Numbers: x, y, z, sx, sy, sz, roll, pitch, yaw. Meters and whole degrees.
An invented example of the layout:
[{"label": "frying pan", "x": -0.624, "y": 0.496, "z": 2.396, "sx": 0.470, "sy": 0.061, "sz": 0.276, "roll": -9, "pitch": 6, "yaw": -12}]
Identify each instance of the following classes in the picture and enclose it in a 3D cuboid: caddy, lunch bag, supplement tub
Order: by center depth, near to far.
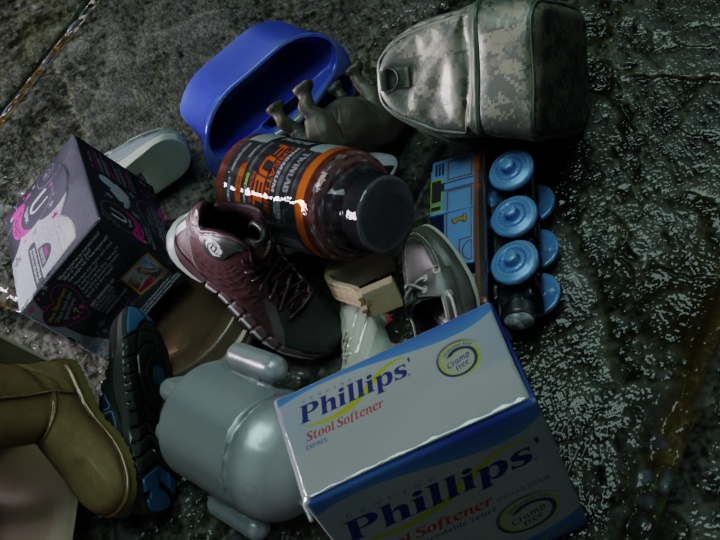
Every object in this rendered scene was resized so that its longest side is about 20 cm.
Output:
[{"label": "supplement tub", "x": -0.041, "y": -0.069, "z": 1.114, "sx": 0.199, "sy": 0.107, "sz": 0.107, "roll": 15, "pitch": 60, "yaw": 46}, {"label": "lunch bag", "x": 0.123, "y": -0.194, "z": 1.165, "sx": 0.167, "sy": 0.140, "sz": 0.200, "roll": 4, "pitch": 12, "yaw": 25}, {"label": "caddy", "x": -0.097, "y": -0.178, "z": 1.290, "sx": 0.200, "sy": 0.142, "sz": 0.105, "roll": -43, "pitch": 46, "yaw": -11}]

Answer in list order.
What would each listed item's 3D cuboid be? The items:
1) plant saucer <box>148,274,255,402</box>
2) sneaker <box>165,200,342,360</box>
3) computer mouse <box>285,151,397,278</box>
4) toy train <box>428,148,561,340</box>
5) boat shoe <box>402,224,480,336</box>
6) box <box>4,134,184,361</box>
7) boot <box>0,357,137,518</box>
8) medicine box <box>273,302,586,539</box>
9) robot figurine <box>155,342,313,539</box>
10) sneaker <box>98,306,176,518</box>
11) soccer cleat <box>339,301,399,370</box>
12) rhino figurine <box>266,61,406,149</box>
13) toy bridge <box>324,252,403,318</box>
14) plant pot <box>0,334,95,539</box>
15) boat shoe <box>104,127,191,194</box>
[{"label": "plant saucer", "x": -0.177, "y": 0.036, "z": 1.201, "sx": 0.199, "sy": 0.029, "sz": 0.201, "roll": -19, "pitch": 53, "yaw": 27}, {"label": "sneaker", "x": -0.086, "y": 0.006, "z": 1.094, "sx": 0.200, "sy": 0.115, "sz": 0.076, "roll": 35, "pitch": 61, "yaw": -8}, {"label": "computer mouse", "x": -0.041, "y": -0.064, "z": 1.227, "sx": 0.200, "sy": 0.044, "sz": 0.109, "roll": -49, "pitch": 33, "yaw": -19}, {"label": "toy train", "x": 0.123, "y": -0.027, "z": 1.113, "sx": 0.114, "sy": 0.087, "sz": 0.201, "roll": -15, "pitch": 52, "yaw": 24}, {"label": "boat shoe", "x": 0.072, "y": 0.052, "z": 1.031, "sx": 0.057, "sy": 0.067, "sz": 0.201, "roll": -8, "pitch": 70, "yaw": -34}, {"label": "box", "x": -0.282, "y": -0.027, "z": 1.224, "sx": 0.132, "sy": 0.115, "sz": 0.200, "roll": -47, "pitch": 34, "yaw": 11}, {"label": "boot", "x": -0.307, "y": 0.147, "z": 1.015, "sx": 0.066, "sy": 0.200, "sz": 0.175, "roll": -49, "pitch": 62, "yaw": 22}, {"label": "medicine box", "x": 0.059, "y": 0.150, "z": 0.917, "sx": 0.181, "sy": 0.200, "sz": 0.103, "roll": -25, "pitch": 48, "yaw": 4}, {"label": "robot figurine", "x": -0.099, "y": 0.149, "z": 1.039, "sx": 0.113, "sy": 0.171, "sz": 0.199, "roll": -9, "pitch": 21, "yaw": -43}, {"label": "sneaker", "x": -0.228, "y": 0.134, "z": 1.118, "sx": 0.082, "sy": 0.073, "sz": 0.201, "roll": -14, "pitch": 69, "yaw": 26}, {"label": "soccer cleat", "x": 0.004, "y": 0.100, "z": 1.068, "sx": 0.077, "sy": 0.069, "sz": 0.201, "roll": -14, "pitch": 51, "yaw": -9}, {"label": "rhino figurine", "x": 0.002, "y": -0.170, "z": 1.249, "sx": 0.199, "sy": 0.060, "sz": 0.088, "roll": -26, "pitch": 81, "yaw": -36}, {"label": "toy bridge", "x": 0.000, "y": 0.000, "z": 1.119, "sx": 0.067, "sy": 0.027, "sz": 0.200, "roll": -23, "pitch": 19, "yaw": 6}, {"label": "plant pot", "x": -0.393, "y": 0.180, "z": 1.101, "sx": 0.177, "sy": 0.200, "sz": 0.201, "roll": -29, "pitch": 43, "yaw": 30}, {"label": "boat shoe", "x": -0.286, "y": -0.099, "z": 1.370, "sx": 0.200, "sy": 0.070, "sz": 0.072, "roll": -32, "pitch": 28, "yaw": 0}]
